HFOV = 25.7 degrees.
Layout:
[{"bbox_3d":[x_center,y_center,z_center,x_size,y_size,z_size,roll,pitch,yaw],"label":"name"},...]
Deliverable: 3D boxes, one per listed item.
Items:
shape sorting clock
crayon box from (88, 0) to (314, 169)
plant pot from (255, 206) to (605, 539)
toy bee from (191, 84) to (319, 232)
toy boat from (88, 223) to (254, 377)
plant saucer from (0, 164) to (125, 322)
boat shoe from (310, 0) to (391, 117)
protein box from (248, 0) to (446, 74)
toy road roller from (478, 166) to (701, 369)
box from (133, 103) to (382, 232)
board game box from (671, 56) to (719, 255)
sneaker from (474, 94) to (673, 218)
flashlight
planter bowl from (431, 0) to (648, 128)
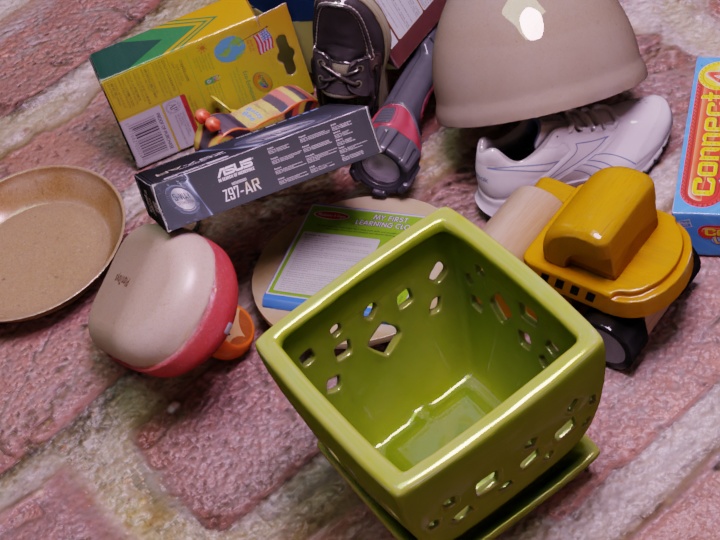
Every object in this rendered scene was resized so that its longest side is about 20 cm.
[{"bbox_3d":[0.000,0.000,1.432,0.200,0.039,0.200,-9,45,9],"label":"shape sorting clock"},{"bbox_3d":[-0.157,-0.197,1.589,0.200,0.127,0.051,-23,48,-5],"label":"crayon box"},{"bbox_3d":[0.065,0.106,1.228,0.200,0.182,0.199,-34,50,-14],"label":"plant pot"},{"bbox_3d":[-0.112,-0.123,1.526,0.131,0.109,0.200,16,57,25],"label":"toy bee"},{"bbox_3d":[-0.152,0.037,1.396,0.131,0.131,0.200,-66,22,-5],"label":"toy boat"},{"bbox_3d":[-0.320,-0.019,1.544,0.200,0.035,0.200,-9,48,10],"label":"plant saucer"},{"bbox_3d":[-0.011,-0.189,1.495,0.072,0.201,0.066,11,61,11],"label":"boat shoe"},{"bbox_3d":[-0.006,-0.316,1.601,0.199,0.135,0.200,6,49,48],"label":"protein box"},{"bbox_3d":[0.184,-0.026,1.330,0.200,0.146,0.123,24,60,32],"label":"toy road roller"},{"bbox_3d":[-0.095,-0.095,1.403,0.200,0.044,0.160,-21,11,-9],"label":"box"},{"bbox_3d":[0.387,-0.102,1.397,0.196,0.056,0.200,3,51,18],"label":"board game box"},{"bbox_3d":[0.196,-0.115,1.443,0.200,0.087,0.075,-25,47,-7],"label":"sneaker"},{"bbox_3d":[0.053,-0.158,1.530,0.068,0.068,0.200,33,49,-4],"label":"flashlight"},{"bbox_3d":[0.153,-0.223,1.458,0.200,0.135,0.200,-14,13,3],"label":"planter bowl"}]
